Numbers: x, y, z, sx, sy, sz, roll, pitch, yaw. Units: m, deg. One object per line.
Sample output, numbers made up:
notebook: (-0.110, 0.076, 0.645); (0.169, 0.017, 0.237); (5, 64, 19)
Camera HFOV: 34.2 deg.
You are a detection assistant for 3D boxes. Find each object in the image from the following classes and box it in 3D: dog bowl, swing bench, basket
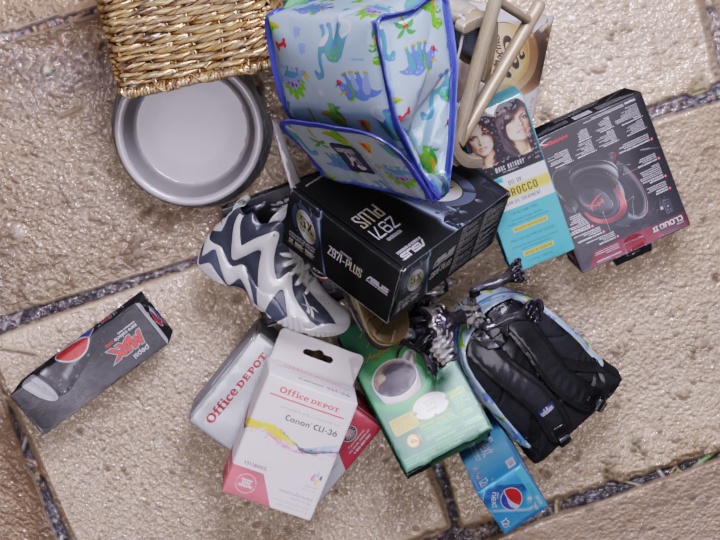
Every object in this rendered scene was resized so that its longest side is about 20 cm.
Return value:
dog bowl: (-0.204, -0.169, 1.405); (0.199, 0.059, 0.201); (-1, 103, -3)
swing bench: (0.061, -0.241, 1.274); (0.199, 0.130, 0.201); (28, 101, 28)
basket: (-0.188, -0.284, 1.333); (0.199, 0.143, 0.150); (-13, 99, 3)

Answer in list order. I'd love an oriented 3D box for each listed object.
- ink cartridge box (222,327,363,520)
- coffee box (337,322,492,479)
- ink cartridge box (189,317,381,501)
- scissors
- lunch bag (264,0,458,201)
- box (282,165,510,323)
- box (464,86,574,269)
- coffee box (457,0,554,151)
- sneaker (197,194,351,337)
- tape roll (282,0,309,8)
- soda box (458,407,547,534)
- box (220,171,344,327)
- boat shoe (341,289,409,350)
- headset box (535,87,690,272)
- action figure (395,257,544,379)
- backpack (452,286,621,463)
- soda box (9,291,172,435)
ink cartridge box: (-0.079, 0.183, 1.403); (0.116, 0.068, 0.201); (20, 101, -9)
coffee box: (0.065, 0.139, 1.444); (0.123, 0.044, 0.200); (-27, 71, -6)
ink cartridge box: (-0.094, 0.179, 1.479); (0.200, 0.083, 0.146); (38, 98, -11)
scissors: (-0.076, -0.080, 1.408); (0.073, 0.014, 0.200); (-32, 104, 6)
lunch bag: (0.006, -0.172, 1.174); (0.127, 0.170, 0.201); (-32, 122, -35)
box: (0.040, -0.060, 1.311); (0.164, 0.200, 0.086); (38, 139, 22)
box: (0.179, -0.105, 1.367); (0.082, 0.049, 0.201); (-22, 108, 3)
coffee box: (0.150, -0.215, 1.405); (0.113, 0.080, 0.201); (9, 103, -8)
sneaker: (-0.081, -0.016, 1.376); (0.199, 0.079, 0.130); (33, 116, 6)
tape roll: (-0.008, -0.262, 1.401); (0.199, 0.048, 0.201); (-1, 103, -3)
soda box: (0.168, 0.243, 1.450); (0.064, 0.200, 0.068); (-34, 103, 4)
box: (-0.053, -0.038, 1.450); (0.199, 0.049, 0.160); (-20, 101, 1)
boat shoe: (0.000, 0.000, 1.383); (0.073, 0.065, 0.201); (-5, 70, -23)
headset box: (0.304, -0.102, 1.443); (0.148, 0.075, 0.201); (-25, 103, 2)
action figure: (0.105, 0.052, 1.363); (0.199, 0.102, 0.119); (-24, 73, 24)
backpack: (0.197, 0.111, 1.462); (0.163, 0.154, 0.200); (-47, 122, 4)
soda box: (-0.334, 0.115, 1.459); (0.200, 0.063, 0.071); (-36, 103, 4)
